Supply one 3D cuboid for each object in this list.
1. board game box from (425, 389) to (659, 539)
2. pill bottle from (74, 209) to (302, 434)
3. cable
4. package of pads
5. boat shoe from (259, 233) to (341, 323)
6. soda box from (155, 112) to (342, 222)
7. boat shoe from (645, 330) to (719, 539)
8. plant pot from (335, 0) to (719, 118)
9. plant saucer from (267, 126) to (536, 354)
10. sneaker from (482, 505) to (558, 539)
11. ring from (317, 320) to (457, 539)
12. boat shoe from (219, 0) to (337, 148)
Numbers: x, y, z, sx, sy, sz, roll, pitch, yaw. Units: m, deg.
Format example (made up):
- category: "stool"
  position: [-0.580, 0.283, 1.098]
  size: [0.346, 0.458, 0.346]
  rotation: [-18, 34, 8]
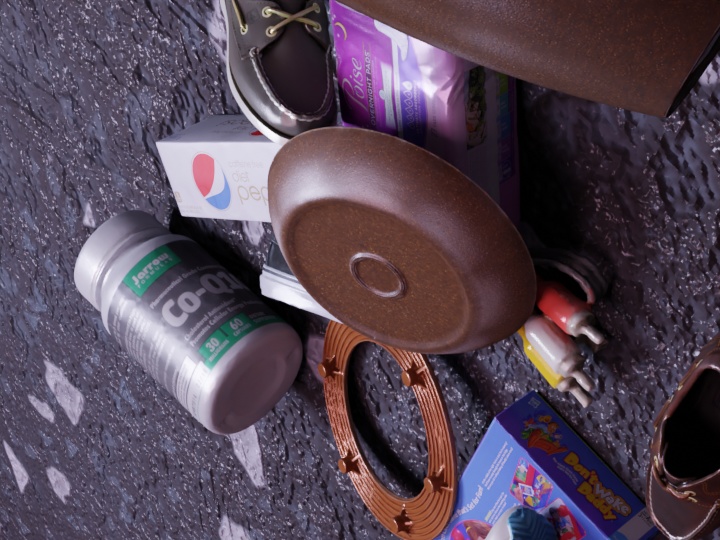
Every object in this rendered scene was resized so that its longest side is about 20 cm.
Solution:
- category: "board game box"
  position: [0.129, 0.200, 1.191]
  size: [0.135, 0.045, 0.201]
  rotation: [47, 144, 19]
- category: "pill bottle"
  position: [-0.153, 0.041, 1.383]
  size: [0.200, 0.113, 0.114]
  rotation: [39, 141, 28]
- category: "cable"
  position: [0.096, 0.004, 1.082]
  size: [0.200, 0.050, 0.098]
  rotation: [38, 144, 28]
- category: "package of pads"
  position: [0.042, -0.119, 1.042]
  size: [0.120, 0.075, 0.201]
  rotation: [24, 132, 40]
- category: "boat shoe"
  position: [0.000, 0.000, 1.188]
  size: [0.199, 0.072, 0.072]
  rotation: [11, 103, 37]
- category: "soda box"
  position: [-0.074, -0.080, 1.234]
  size: [0.199, 0.063, 0.069]
  rotation: [6, 119, 51]
- category: "boat shoe"
  position: [0.212, 0.107, 0.993]
  size: [0.070, 0.070, 0.201]
  rotation: [39, 142, 27]
- category: "plant pot"
  position: [0.107, -0.175, 0.848]
  size: [0.199, 0.187, 0.187]
  rotation: [35, 141, 11]
- category: "plant saucer"
  position: [0.018, -0.007, 1.046]
  size: [0.199, 0.037, 0.201]
  rotation: [21, 145, 16]
- category: "sneaker"
  position: [0.085, 0.234, 1.167]
  size: [0.081, 0.076, 0.201]
  rotation: [43, 141, 27]
- category: "ring"
  position: [0.016, 0.120, 1.264]
  size: [0.200, 0.019, 0.202]
  rotation: [36, 133, 50]
- category: "boat shoe"
  position: [-0.057, -0.169, 1.086]
  size: [0.061, 0.071, 0.203]
  rotation: [107, 153, -48]
